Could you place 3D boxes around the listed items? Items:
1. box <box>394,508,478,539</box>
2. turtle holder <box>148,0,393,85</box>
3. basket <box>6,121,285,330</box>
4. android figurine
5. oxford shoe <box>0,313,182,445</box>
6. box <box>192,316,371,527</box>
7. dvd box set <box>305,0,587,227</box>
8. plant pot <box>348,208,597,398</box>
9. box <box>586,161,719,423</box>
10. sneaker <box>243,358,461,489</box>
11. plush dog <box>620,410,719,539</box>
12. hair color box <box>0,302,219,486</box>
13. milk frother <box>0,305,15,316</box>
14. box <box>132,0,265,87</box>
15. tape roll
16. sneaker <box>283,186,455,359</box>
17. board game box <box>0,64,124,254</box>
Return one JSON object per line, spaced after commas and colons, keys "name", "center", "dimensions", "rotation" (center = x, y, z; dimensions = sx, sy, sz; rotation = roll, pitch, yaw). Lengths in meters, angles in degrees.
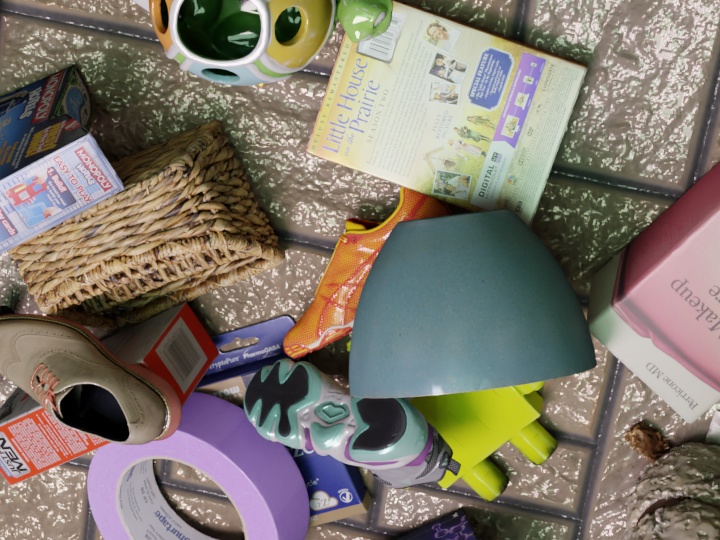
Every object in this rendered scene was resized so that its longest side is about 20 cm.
{"name": "box", "center": [0.029, 0.311, 1.680], "dimensions": [0.200, 0.141, 0.079], "rotation": [-26, 106, -1]}
{"name": "turtle holder", "center": [-0.079, -0.201, 1.472], "dimensions": [0.185, 0.132, 0.141], "rotation": [30, 114, -3]}
{"name": "basket", "center": [-0.187, -0.014, 1.612], "dimensions": [0.200, 0.143, 0.149], "rotation": [-19, 107, 19]}
{"name": "android figurine", "center": [0.076, 0.115, 1.672], "dimensions": [0.182, 0.041, 0.200], "rotation": [-39, 103, 25]}
{"name": "oxford shoe", "center": [-0.248, 0.089, 1.577], "dimensions": [0.200, 0.075, 0.071], "rotation": [20, 107, 23]}
{"name": "box", "center": [-0.083, 0.148, 1.724], "dimensions": [0.121, 0.032, 0.200], "rotation": [-17, 108, 18]}
{"name": "dvd box set", "center": [0.070, -0.133, 1.553], "dimensions": [0.200, 0.029, 0.147], "rotation": [19, 102, 3]}
{"name": "plant pot", "center": [0.083, 0.022, 1.509], "dimensions": [0.200, 0.200, 0.135], "rotation": [-6, 92, 14]}
{"name": "box", "center": [0.299, 0.005, 1.540], "dimensions": [0.128, 0.109, 0.200], "rotation": [41, 114, -9]}
{"name": "sneaker", "center": [-0.001, 0.147, 1.641], "dimensions": [0.200, 0.078, 0.140], "rotation": [18, 165, 42]}
{"name": "plush dog", "center": [0.279, 0.225, 1.605], "dimensions": [0.200, 0.172, 0.161], "rotation": [-34, 103, 23]}
{"name": "hair color box", "center": [-0.236, 0.112, 1.685], "dimensions": [0.200, 0.111, 0.064], "rotation": [-23, 108, 27]}
{"name": "milk frother", "center": [-0.423, 0.076, 1.663], "dimensions": [0.180, 0.200, 0.188], "rotation": [32, 116, 7]}
{"name": "box", "center": [-0.130, -0.256, 1.552], "dimensions": [0.200, 0.041, 0.119], "rotation": [33, 116, -6]}
{"name": "tape roll", "center": [-0.149, 0.212, 1.719], "dimensions": [0.200, 0.066, 0.200], "rotation": [14, 124, 21]}
{"name": "sneaker", "center": [0.000, 0.000, 1.631], "dimensions": [0.200, 0.073, 0.077], "rotation": [-45, 84, 17]}
{"name": "board game box", "center": [-0.286, -0.085, 1.576], "dimensions": [0.200, 0.200, 0.062], "rotation": [-19, 122, 19]}
